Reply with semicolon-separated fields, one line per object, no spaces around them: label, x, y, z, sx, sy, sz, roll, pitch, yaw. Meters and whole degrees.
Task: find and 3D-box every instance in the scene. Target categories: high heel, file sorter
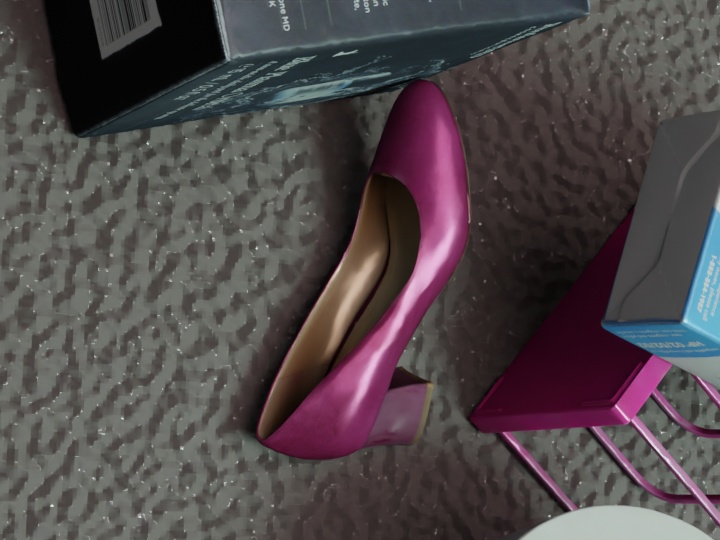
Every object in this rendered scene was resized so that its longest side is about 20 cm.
high heel;0.000;0.000;0.986;0.096;0.067;0.201;0;96;-37
file sorter;0.190;0.050;1.058;0.125;0.139;0.200;48;65;-16

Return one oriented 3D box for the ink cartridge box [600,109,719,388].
ink cartridge box;0.228;0.013;0.966;0.199;0.068;0.116;27;74;-26

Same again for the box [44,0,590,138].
box;-0.029;-0.148;0.935;0.199;0.196;0.118;-12;90;-29

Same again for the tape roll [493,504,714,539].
tape roll;0.105;0.230;0.971;0.202;0.139;0.204;8;70;-21
